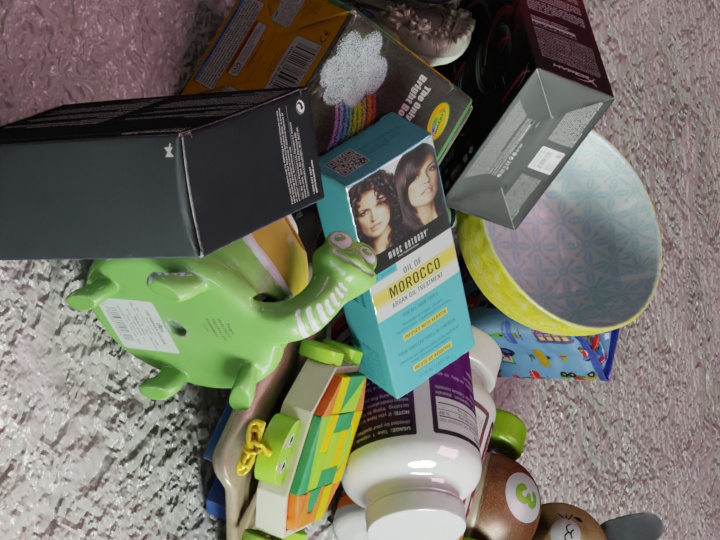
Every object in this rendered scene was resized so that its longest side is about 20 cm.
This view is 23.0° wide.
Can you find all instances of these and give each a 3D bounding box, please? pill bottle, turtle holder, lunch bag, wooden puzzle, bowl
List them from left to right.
[{"bbox_3d":[-0.094,0.000,1.198,0.141,0.185,0.132,42,52,-15],"label":"turtle holder"},{"bbox_3d":[-0.073,0.112,1.326,0.200,0.046,0.185,88,22,-59],"label":"wooden puzzle"},{"bbox_3d":[0.036,0.116,1.408,0.112,0.112,0.200,45,34,-50],"label":"pill bottle"},{"bbox_3d":[0.054,0.148,1.517,0.110,0.109,0.200,52,47,-45],"label":"pill bottle"},{"bbox_3d":[0.155,-0.026,1.556,0.200,0.108,0.200,14,63,-29],"label":"bowl"},{"bbox_3d":[0.174,-0.003,1.679,0.094,0.150,0.200,54,46,-45],"label":"lunch bag"}]

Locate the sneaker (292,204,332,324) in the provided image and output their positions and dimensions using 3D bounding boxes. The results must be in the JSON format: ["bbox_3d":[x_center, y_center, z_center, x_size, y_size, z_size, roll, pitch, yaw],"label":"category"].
[{"bbox_3d":[0.000,0.000,1.455,0.200,0.082,0.077,37,59,-53],"label":"sneaker"}]

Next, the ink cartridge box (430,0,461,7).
[{"bbox_3d":[0.119,-0.228,1.634,0.200,0.083,0.145,39,45,-52],"label":"ink cartridge box"}]

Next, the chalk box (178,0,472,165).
[{"bbox_3d":[-0.012,-0.117,1.334,0.200,0.124,0.125,32,90,-46],"label":"chalk box"}]

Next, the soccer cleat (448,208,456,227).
[{"bbox_3d":[0.053,-0.053,1.561,0.081,0.067,0.200,-68,162,6],"label":"soccer cleat"}]

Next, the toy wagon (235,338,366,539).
[{"bbox_3d":[-0.043,0.128,1.270,0.200,0.040,0.155,11,96,-79],"label":"toy wagon"}]

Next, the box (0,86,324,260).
[{"bbox_3d":[-0.145,-0.059,1.098,0.141,0.200,0.079,-25,111,-56],"label":"box"}]

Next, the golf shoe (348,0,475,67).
[{"bbox_3d":[0.042,-0.175,1.455,0.200,0.078,0.097,-130,-138,-70],"label":"golf shoe"}]

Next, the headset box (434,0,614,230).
[{"bbox_3d":[0.118,-0.157,1.429,0.075,0.149,0.200,19,38,-22],"label":"headset box"}]

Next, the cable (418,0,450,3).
[{"bbox_3d":[0.009,-0.273,1.425,0.200,0.163,0.051,-24,146,-58],"label":"cable"}]

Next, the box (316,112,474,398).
[{"bbox_3d":[0.025,-0.009,1.301,0.082,0.049,0.200,-33,131,-23],"label":"box"}]

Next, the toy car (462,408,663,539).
[{"bbox_3d":[0.173,0.244,1.596,0.158,0.200,0.164,100,6,-55],"label":"toy car"}]
